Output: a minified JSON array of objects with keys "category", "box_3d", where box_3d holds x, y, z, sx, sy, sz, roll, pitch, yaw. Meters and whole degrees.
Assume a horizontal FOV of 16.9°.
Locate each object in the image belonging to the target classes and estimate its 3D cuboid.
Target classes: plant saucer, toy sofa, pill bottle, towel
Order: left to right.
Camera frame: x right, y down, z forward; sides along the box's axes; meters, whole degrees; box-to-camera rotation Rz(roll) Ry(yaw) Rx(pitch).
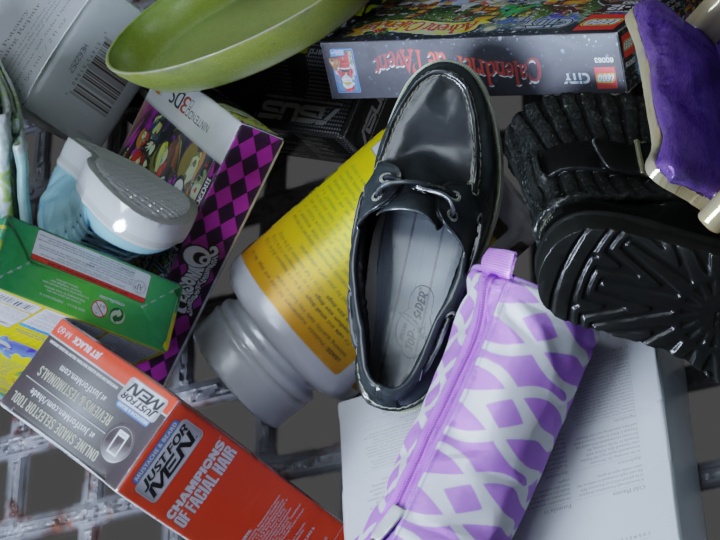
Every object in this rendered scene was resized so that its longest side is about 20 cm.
[{"category":"towel","box_3d":[-0.240,-0.039,1.545,0.048,0.200,0.171,-7,30,-16]},{"category":"plant saucer","box_3d":[-0.062,-0.162,1.500,0.200,0.031,0.200,-23,23,10]},{"category":"pill bottle","box_3d":[0.000,0.000,1.424,0.200,0.109,0.109,-41,50,6]},{"category":"toy sofa","box_3d":[0.206,-0.097,1.266,0.083,0.098,0.200,-47,20,27]}]

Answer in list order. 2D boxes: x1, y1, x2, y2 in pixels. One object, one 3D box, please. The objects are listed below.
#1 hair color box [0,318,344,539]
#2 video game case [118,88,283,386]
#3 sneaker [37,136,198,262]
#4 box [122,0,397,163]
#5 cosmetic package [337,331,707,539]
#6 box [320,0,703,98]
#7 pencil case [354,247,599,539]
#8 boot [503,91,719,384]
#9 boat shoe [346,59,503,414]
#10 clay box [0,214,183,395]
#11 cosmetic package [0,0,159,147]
[{"category":"hair color box","box_3d":[-0.098,0.114,1.362,0.111,0.200,0.064,31,83,39]},{"category":"video game case","box_3d":[-0.128,-0.018,1.490,0.200,0.036,0.181,-63,24,7]},{"category":"sneaker","box_3d":[-0.147,-0.021,1.413,0.200,0.074,0.082,-140,72,-74]},{"category":"box","box_3d":[-0.051,-0.157,1.589,0.200,0.044,0.160,11,70,36]},{"category":"cosmetic package","box_3d":[0.087,0.122,1.337,0.200,0.052,0.151,-17,54,23]},{"category":"box","box_3d":[0.096,-0.144,1.441,0.200,0.038,0.137,1,24,33]},{"category":"pencil case","box_3d":[0.054,0.095,1.286,0.084,0.085,0.200,6,65,50]},{"category":"boot","box_3d":[0.181,-0.017,1.308,0.080,0.211,0.158,-61,15,26]},{"category":"boat shoe","box_3d":[0.030,-0.020,1.330,0.074,0.066,0.200,15,90,12]},{"category":"clay box","box_3d":[-0.200,0.028,1.415,0.200,0.115,0.048,-21,51,57]},{"category":"cosmetic package","box_3d":[-0.218,-0.156,1.643,0.102,0.074,0.200,-57,36,-4]}]
